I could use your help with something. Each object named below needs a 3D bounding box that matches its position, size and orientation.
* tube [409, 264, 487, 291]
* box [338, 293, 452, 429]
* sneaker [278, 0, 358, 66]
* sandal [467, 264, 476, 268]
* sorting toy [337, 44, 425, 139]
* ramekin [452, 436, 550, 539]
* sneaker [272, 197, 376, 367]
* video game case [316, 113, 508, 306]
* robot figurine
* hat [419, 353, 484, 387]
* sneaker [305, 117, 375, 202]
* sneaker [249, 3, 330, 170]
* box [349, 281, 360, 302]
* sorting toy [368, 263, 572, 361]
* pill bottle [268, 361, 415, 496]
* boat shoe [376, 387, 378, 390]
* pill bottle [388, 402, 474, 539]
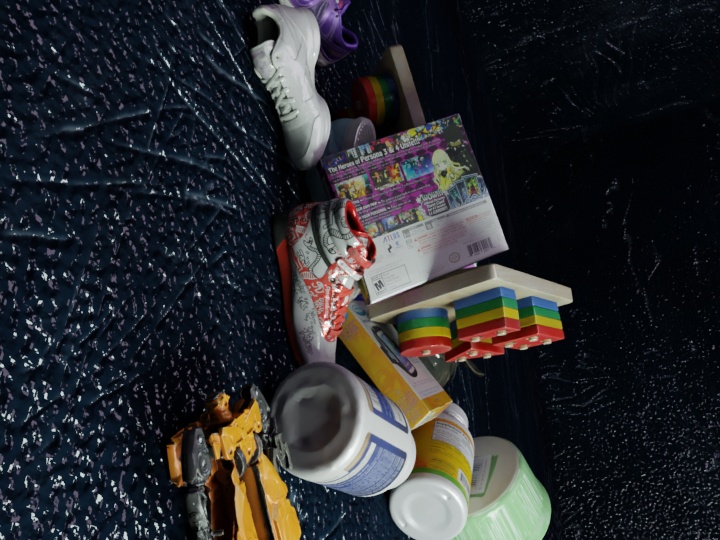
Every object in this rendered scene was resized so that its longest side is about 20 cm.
[{"bbox_3d":[0.092,0.035,0.978,0.052,0.195,0.060,26,55,-61],"label":"tube"},{"bbox_3d":[0.032,0.109,0.898,0.201,0.042,0.119,49,13,18],"label":"box"},{"bbox_3d":[-0.062,-0.388,0.977,0.200,0.081,0.083,51,32,-51],"label":"sneaker"},{"bbox_3d":[0.163,0.037,1.086,0.205,0.081,0.050,60,-4,-39],"label":"sandal"},{"bbox_3d":[0.026,-0.177,0.989,0.200,0.068,0.204,137,-62,-70],"label":"sorting toy"},{"bbox_3d":[0.184,0.352,1.061,0.099,0.196,0.201,61,24,-19],"label":"ramekin"},{"bbox_3d":[-0.030,0.022,0.776,0.067,0.105,0.208,-2,80,-69],"label":"sneaker"},{"bbox_3d":[0.065,-0.077,0.847,0.186,0.195,0.036,69,-16,3],"label":"video game case"},{"bbox_3d":[-0.098,0.197,0.553,0.145,0.057,0.206,-31,108,-70],"label":"robot figurine"},{"bbox_3d":[0.097,0.134,1.093,0.199,0.082,0.201,38,-2,2],"label":"hat"},{"bbox_3d":[-0.038,-0.099,0.897,0.073,0.080,0.206,28,75,-54],"label":"sneaker"},{"bbox_3d":[-0.093,-0.223,0.839,0.098,0.074,0.207,-4,84,-47],"label":"sneaker"},{"bbox_3d":[0.000,0.000,0.934,0.041,0.039,0.200,39,16,4],"label":"box"},{"bbox_3d":[0.145,0.068,0.882,0.197,0.196,0.072,13,65,-45],"label":"sorting toy"},{"bbox_3d":[-0.009,0.178,0.738,0.200,0.108,0.114,46,36,-57],"label":"pill bottle"},{"bbox_3d":[0.046,0.177,0.963,0.200,0.069,0.071,-11,87,-80],"label":"boat shoe"},{"bbox_3d":[0.110,0.283,1.010,0.201,0.108,0.114,-62,135,-62],"label":"pill bottle"}]
